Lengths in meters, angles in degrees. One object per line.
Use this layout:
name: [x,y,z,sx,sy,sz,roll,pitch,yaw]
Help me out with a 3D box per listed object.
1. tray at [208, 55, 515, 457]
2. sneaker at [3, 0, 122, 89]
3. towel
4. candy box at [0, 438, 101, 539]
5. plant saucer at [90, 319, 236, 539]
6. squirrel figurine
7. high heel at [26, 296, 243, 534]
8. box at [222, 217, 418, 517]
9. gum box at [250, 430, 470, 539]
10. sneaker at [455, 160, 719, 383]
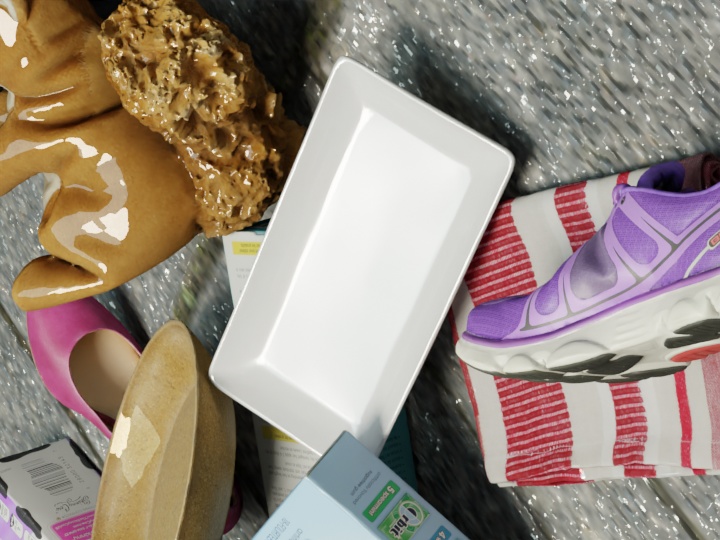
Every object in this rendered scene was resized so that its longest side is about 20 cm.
tray: [0.000,0.000,1.009,0.107,0.022,0.200,32,115,17]
sneaker: [-0.164,-0.145,1.171,0.080,0.078,0.200,68,154,21]
towel: [0.110,0.030,0.941,0.200,0.023,0.145,-12,93,53]
candy box: [-0.187,0.243,1.350,0.200,0.071,0.168,41,132,36]
plant saucer: [-0.109,0.129,1.117,0.200,0.035,0.201,-167,90,-72]
squirrel figurine: [-0.134,-0.100,1.078,0.199,0.142,0.187,-11,113,28]
high heel: [-0.140,0.079,1.226,0.200,0.067,0.096,63,151,5]
box: [-0.019,0.071,1.094,0.082,0.049,0.201,4,106,50]
gum box: [0.022,0.202,1.041,0.200,0.045,0.170,41,136,3]
sneaker: [0.121,0.001,0.857,0.200,0.080,0.084,-23,67,46]
